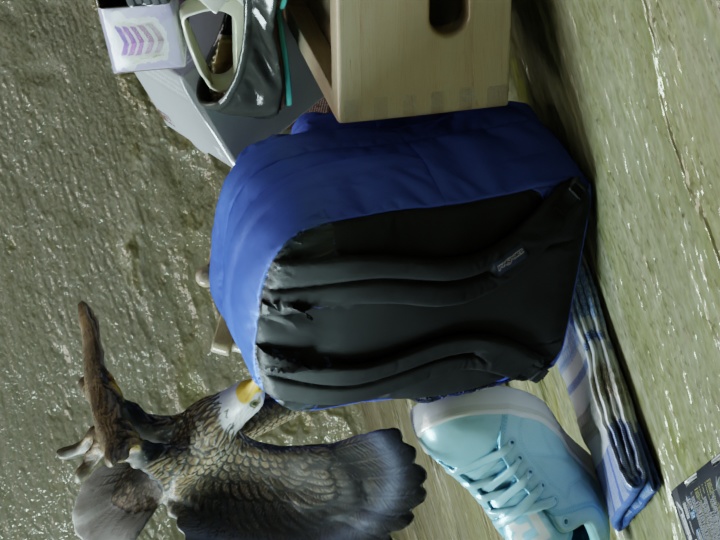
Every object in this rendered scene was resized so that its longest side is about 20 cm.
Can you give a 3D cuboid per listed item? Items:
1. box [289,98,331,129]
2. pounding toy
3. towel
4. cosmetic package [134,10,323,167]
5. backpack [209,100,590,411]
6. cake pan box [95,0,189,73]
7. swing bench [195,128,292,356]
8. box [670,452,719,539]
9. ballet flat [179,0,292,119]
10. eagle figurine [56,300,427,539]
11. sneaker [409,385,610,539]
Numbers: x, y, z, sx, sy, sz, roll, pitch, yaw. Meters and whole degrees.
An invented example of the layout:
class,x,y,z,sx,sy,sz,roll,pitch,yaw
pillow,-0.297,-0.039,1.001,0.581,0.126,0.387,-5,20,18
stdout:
class,x,y,z,sx,sy,sz,roll,pitch,yaw
box,-0.007,-0.112,1.457,0.200,0.074,0.101,-29,45,64
pounding toy,0.034,-0.181,1.185,0.184,0.141,0.202,-115,21,-58
towel,0.135,0.055,1.267,0.147,0.024,0.202,90,163,-74
cosmetic package,-0.048,-0.168,1.325,0.107,0.200,0.091,29,154,51
backpack,0.009,-0.010,1.197,0.168,0.198,0.164,-128,32,-48
cake pan box,-0.135,-0.245,1.215,0.201,0.052,0.185,-89,-8,-46
swing bench,0.000,0.000,1.417,0.200,0.197,0.131,91,-167,-74
box,0.193,0.170,0.856,0.161,0.049,0.202,88,165,-76
ballet flat,-0.069,-0.159,1.177,0.201,0.068,0.068,95,166,-48
eagle figurine,-0.074,0.105,1.254,0.151,0.198,0.153,-5,77,60
sneaker,0.104,0.137,1.278,0.200,0.074,0.082,33,-146,-44
